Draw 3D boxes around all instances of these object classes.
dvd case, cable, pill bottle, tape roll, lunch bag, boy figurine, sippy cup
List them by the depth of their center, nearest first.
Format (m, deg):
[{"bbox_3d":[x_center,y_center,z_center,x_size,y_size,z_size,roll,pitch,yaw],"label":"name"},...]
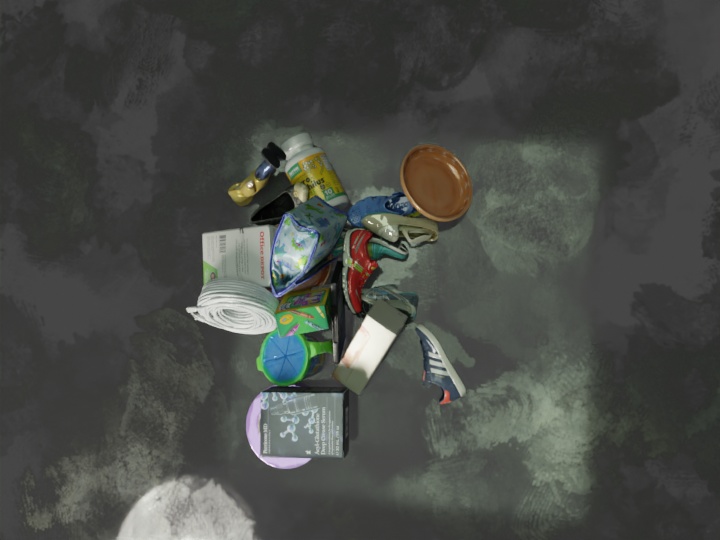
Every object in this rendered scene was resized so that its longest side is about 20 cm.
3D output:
[{"bbox_3d":[-0.129,-0.047,1.604,0.126,0.170,0.202,32,118,11],"label":"lunch bag"},{"bbox_3d":[-0.052,0.097,1.630,0.017,0.143,0.203,1,111,5],"label":"dvd case"},{"bbox_3d":[-0.153,0.207,1.664,0.176,0.130,0.142,22,94,26],"label":"sippy cup"},{"bbox_3d":[-0.294,0.089,1.669,0.198,0.199,0.070,-21,50,41],"label":"cable"},{"bbox_3d":[-0.178,0.377,1.697,0.196,0.066,0.204,0,85,5],"label":"tape roll"},{"bbox_3d":[-0.119,-0.232,1.711,0.112,0.113,0.202,-27,84,3],"label":"pill bottle"},{"bbox_3d":[-0.260,-0.234,1.720,0.064,0.125,0.199,42,133,-13],"label":"boy figurine"}]

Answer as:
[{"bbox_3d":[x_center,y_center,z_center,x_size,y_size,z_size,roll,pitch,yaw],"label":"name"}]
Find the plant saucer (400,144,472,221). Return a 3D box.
[{"bbox_3d":[0.181,-0.209,1.678,0.197,0.037,0.204,9,67,-23],"label":"plant saucer"}]

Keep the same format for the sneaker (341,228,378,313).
[{"bbox_3d":[0.000,0.000,1.636,0.083,0.077,0.204,-1,85,9],"label":"sneaker"}]

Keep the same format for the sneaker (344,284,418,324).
[{"bbox_3d":[0.051,0.074,1.702,0.197,0.078,0.087,12,49,21],"label":"sneaker"}]

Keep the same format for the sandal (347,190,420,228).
[{"bbox_3d":[0.060,-0.156,1.702,0.197,0.087,0.081,-16,86,6],"label":"sandal"}]

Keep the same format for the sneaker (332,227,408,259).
[{"bbox_3d":[0.022,-0.055,1.716,0.196,0.078,0.081,11,106,11],"label":"sneaker"}]

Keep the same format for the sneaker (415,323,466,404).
[{"bbox_3d":[0.172,0.230,1.667,0.084,0.075,0.202,-31,84,-2],"label":"sneaker"}]

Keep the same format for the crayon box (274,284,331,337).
[{"bbox_3d":[-0.126,0.091,1.617,0.117,0.200,0.059,-10,102,5],"label":"crayon box"}]

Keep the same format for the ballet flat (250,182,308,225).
[{"bbox_3d":[-0.195,-0.154,1.692,0.199,0.056,0.067,-29,83,41],"label":"ballet flat"}]

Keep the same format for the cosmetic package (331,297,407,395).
[{"bbox_3d":[0.021,0.180,1.632,0.087,0.103,0.202,33,117,6],"label":"cosmetic package"}]

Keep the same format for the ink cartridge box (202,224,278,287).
[{"bbox_3d":[-0.285,-0.027,1.699,0.197,0.084,0.148,-4,85,25],"label":"ink cartridge box"}]

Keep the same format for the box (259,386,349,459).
[{"bbox_3d":[-0.128,0.351,1.608,0.196,0.107,0.151,-1,86,6],"label":"box"}]

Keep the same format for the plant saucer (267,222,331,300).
[{"bbox_3d":[-0.169,-0.023,1.741,0.196,0.032,0.204,-1,85,6],"label":"plant saucer"}]

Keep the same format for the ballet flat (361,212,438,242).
[{"bbox_3d":[0.100,-0.099,1.670,0.196,0.069,0.071,2,86,-17],"label":"ballet flat"}]
